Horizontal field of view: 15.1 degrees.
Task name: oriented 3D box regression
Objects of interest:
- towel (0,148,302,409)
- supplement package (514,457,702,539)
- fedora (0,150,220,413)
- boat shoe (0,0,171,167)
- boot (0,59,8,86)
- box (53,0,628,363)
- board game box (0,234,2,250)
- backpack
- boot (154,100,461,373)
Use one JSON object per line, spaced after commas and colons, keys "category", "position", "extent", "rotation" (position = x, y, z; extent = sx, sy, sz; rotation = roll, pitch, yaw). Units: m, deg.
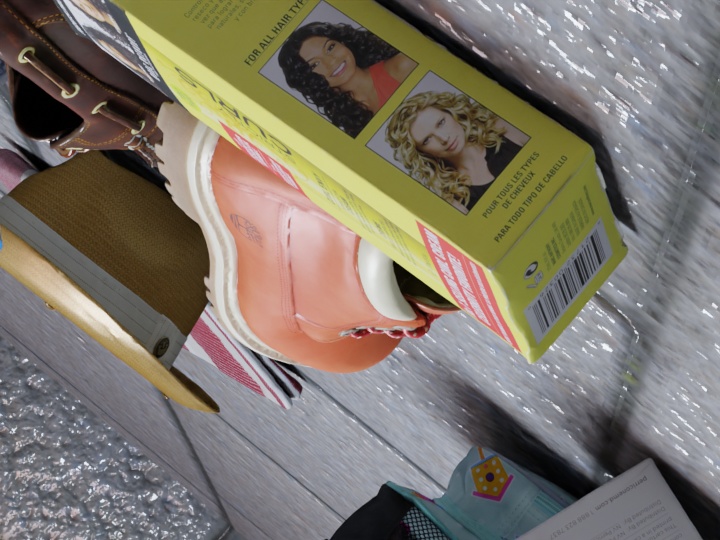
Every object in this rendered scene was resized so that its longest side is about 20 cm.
{"category": "towel", "position": [-0.127, 0.003, 1.613], "extent": [0.200, 0.023, 0.144], "rotation": [28, 163, 44]}
{"category": "supplement package", "position": [0.120, 0.194, 1.091], "extent": [0.200, 0.109, 0.114], "rotation": [58, 174, 10]}
{"category": "fedora", "position": [-0.128, -0.009, 1.381], "extent": [0.200, 0.082, 0.201], "rotation": [37, 175, 4]}
{"category": "boat shoe", "position": [-0.106, -0.079, 1.016], "extent": [0.070, 0.070, 0.200], "rotation": [36, 171, 18]}
{"category": "boot", "position": [-0.194, -0.120, 1.206], "extent": [0.090, 0.073, 0.200], "rotation": [51, 162, -12]}
{"category": "box", "position": [-0.014, -0.055, 0.822], "extent": [0.200, 0.050, 0.075], "rotation": [36, 169, 24]}
{"category": "board game box", "position": [-0.223, -0.112, 1.089], "extent": [0.200, 0.056, 0.196], "rotation": [52, 161, 19]}
{"category": "backpack", "position": [0.077, 0.186, 1.259], "extent": [0.200, 0.153, 0.176], "rotation": [48, 175, 15]}
{"category": "boot", "position": [0.000, 0.000, 0.970], "extent": [0.107, 0.075, 0.200], "rotation": [31, 166, 23]}
